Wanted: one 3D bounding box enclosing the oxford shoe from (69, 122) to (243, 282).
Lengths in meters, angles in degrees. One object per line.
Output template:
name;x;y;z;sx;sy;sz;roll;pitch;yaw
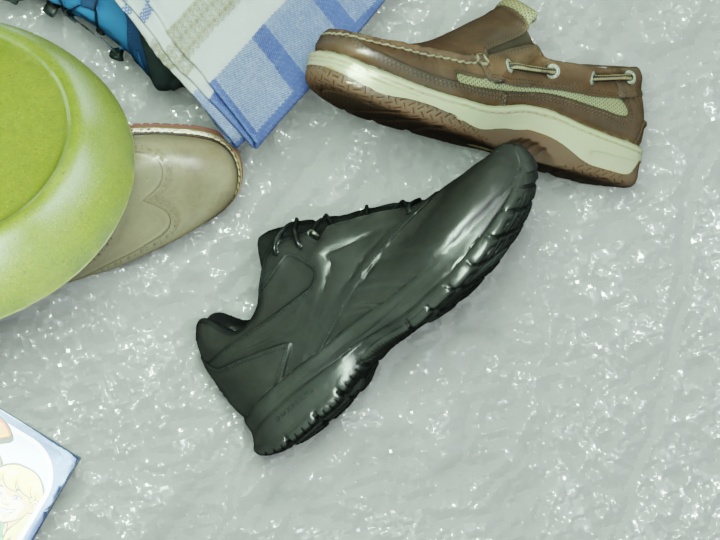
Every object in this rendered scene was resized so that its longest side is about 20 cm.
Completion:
oxford shoe;-0.147;-0.017;1.417;0.199;0.075;0.071;-18;112;-9

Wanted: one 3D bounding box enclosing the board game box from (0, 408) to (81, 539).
board game box;-0.253;0.096;1.412;0.200;0.034;0.136;31;79;-7

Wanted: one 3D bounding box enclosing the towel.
towel;-0.071;-0.174;1.403;0.147;0.024;0.200;-49;117;-18

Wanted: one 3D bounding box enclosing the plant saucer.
plant saucer;-0.207;-0.055;1.382;0.199;0.031;0.201;-2;50;2

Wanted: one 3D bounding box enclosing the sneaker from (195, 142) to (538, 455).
sneaker;0.000;0.000;1.431;0.200;0.076;0.091;-42;83;10

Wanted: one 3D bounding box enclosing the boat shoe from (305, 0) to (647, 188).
boat shoe;0.060;-0.099;1.456;0.202;0.075;0.075;15;87;-40

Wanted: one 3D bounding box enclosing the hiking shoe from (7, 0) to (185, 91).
hiking shoe;-0.160;-0.156;1.447;0.087;0.074;0.200;-40;84;-3
